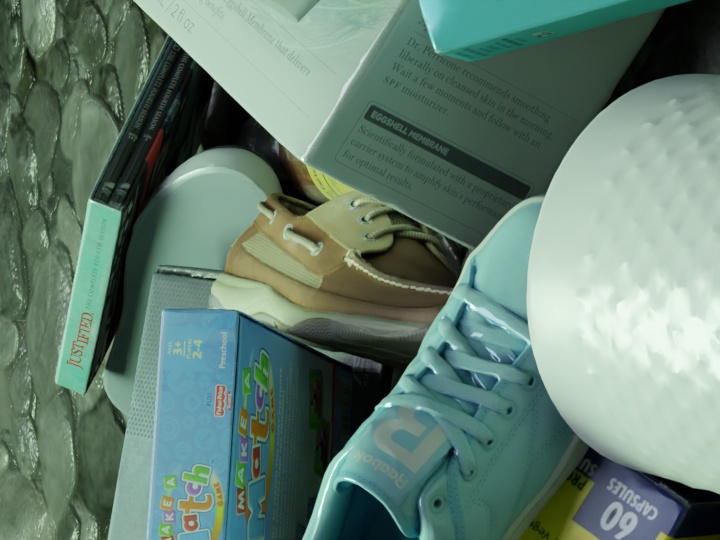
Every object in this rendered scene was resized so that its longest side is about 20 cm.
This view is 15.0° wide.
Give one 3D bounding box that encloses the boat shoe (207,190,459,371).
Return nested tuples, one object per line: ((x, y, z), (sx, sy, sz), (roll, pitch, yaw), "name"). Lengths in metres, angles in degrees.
((0.000, 0.000, 1.159), (0.200, 0.076, 0.072), (12, 84, 55), "boat shoe")

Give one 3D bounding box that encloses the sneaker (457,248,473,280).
((0.091, 0.053, 1.162), (0.106, 0.075, 0.200), (29, 108, 38), "sneaker")

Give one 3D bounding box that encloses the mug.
((0.179, -0.011, 0.933), (0.175, 0.148, 0.200), (12, 69, 53), "mug")

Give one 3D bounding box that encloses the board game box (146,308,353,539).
((-0.043, 0.103, 1.119), (0.200, 0.037, 0.152), (36, -124, -76), "board game box")

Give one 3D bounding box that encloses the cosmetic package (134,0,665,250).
((0.027, -0.146, 1.151), (0.200, 0.123, 0.199), (-57, 37, 9), "cosmetic package")

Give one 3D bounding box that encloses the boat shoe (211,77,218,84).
((-0.016, -0.129, 1.343), (0.199, 0.066, 0.075), (-17, 73, 60), "boat shoe")

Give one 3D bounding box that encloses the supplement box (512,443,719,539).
((0.052, 0.144, 1.074), (0.109, 0.109, 0.200), (34, 101, 23), "supplement box")

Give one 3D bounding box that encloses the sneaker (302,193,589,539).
((0.033, 0.064, 0.984), (0.074, 0.082, 0.200), (25, 96, 23), "sneaker")

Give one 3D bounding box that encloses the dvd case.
((-0.110, -0.052, 1.427), (0.146, 0.022, 0.200), (107, -176, -48), "dvd case")

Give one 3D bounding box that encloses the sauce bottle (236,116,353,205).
((0.002, -0.062, 1.313), (0.200, 0.066, 0.066), (7, 95, 62), "sauce bottle")

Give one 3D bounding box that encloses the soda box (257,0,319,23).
((-0.035, -0.194, 1.083), (0.068, 0.064, 0.200), (-43, 34, 30), "soda box")

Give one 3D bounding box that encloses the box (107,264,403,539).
((-0.044, 0.104, 1.278), (0.158, 0.051, 0.200), (8, 86, 42), "box")

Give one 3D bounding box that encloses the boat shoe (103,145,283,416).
((-0.076, -0.009, 1.404), (0.202, 0.074, 0.086), (110, -178, -47), "boat shoe")

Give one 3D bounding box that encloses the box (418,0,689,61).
((0.115, -0.141, 0.989), (0.200, 0.049, 0.082), (-15, 87, 17), "box")
